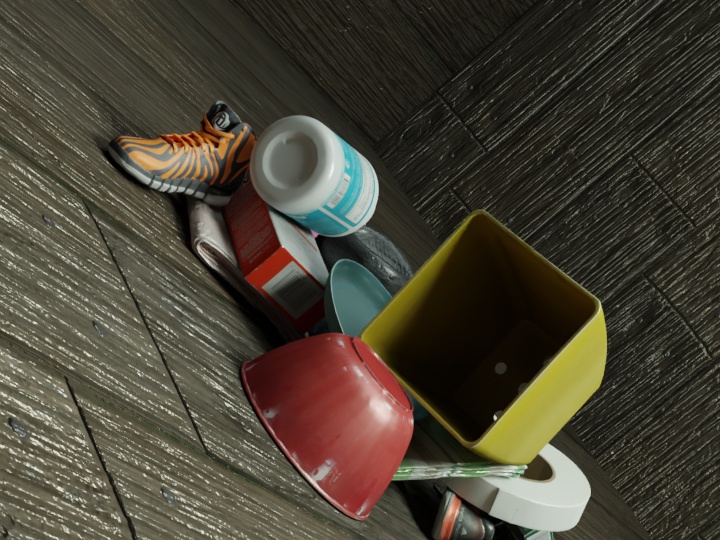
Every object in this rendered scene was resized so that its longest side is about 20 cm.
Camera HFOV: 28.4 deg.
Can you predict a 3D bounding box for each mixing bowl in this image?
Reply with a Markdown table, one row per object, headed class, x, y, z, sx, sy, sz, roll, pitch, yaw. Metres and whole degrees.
| class | x | y | z | sx | sy | sz | roll | pitch | yaw |
| --- | --- | --- | --- | --- | --- | --- | --- | --- | --- |
| mixing bowl | -0.017 | 0.138 | 1.439 | 0.201 | 0.108 | 0.200 | 49 | 7 | -8 |

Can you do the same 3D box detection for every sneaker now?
| class | x | y | z | sx | sy | sz | roll | pitch | yaw |
| --- | --- | --- | --- | --- | --- | --- | --- | --- | --- |
| sneaker | -0.195 | -0.148 | 1.625 | 0.078 | 0.113 | 0.199 | 45 | 18 | 30 |
| sneaker | 0.136 | 0.279 | 1.680 | 0.081 | 0.078 | 0.200 | 17 | 17 | 7 |

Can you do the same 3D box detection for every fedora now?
| class | x | y | z | sx | sy | sz | roll | pitch | yaw |
| --- | --- | --- | --- | --- | --- | --- | --- | --- | --- |
| fedora | 0.000 | 0.000 | 1.818 | 0.200 | 0.092 | 0.201 | 34 | 23 | -17 |

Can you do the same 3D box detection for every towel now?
| class | x | y | z | sx | sy | sz | roll | pitch | yaw |
| --- | --- | --- | --- | --- | --- | --- | --- | --- | --- |
| towel | -0.141 | -0.013 | 1.704 | 0.191 | 0.032 | 0.200 | 48 | 9 | -25 |
| towel | 0.072 | 0.190 | 1.599 | 0.198 | 0.031 | 0.149 | 2 | 25 | -31 |

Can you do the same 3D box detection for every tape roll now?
| class | x | y | z | sx | sy | sz | roll | pitch | yaw |
| --- | --- | --- | --- | --- | --- | --- | --- | --- | --- |
| tape roll | 0.174 | 0.235 | 1.675 | 0.200 | 0.037 | 0.203 | 21 | 17 | -6 |

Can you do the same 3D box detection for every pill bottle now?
| class | x | y | z | sx | sy | sz | roll | pitch | yaw |
| --- | --- | --- | --- | --- | --- | --- | --- | --- | --- |
| pill bottle | -0.046 | -0.104 | 1.689 | 0.111 | 0.111 | 0.200 | 53 | 8 | 22 |

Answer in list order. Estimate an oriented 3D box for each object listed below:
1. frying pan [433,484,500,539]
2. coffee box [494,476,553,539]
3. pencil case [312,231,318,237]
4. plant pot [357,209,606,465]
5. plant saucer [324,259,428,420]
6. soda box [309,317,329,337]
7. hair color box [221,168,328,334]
| class | x | y | z | sx | sy | sz | roll | pitch | yaw |
| --- | --- | --- | --- | --- | --- | --- | --- | --- | --- |
| frying pan | 0.166 | 0.350 | 1.798 | 0.191 | 0.031 | 0.115 | 58 | 9 | 26 |
| coffee box | 0.204 | 0.328 | 1.831 | 0.123 | 0.044 | 0.201 | 56 | -9 | 33 |
| pencil case | -0.141 | -0.086 | 1.862 | 0.093 | 0.091 | 0.200 | 29 | -13 | 48 |
| plant pot | 0.153 | 0.094 | 1.545 | 0.200 | 0.200 | 0.177 | 41 | -4 | 37 |
| plant saucer | 0.015 | 0.082 | 1.605 | 0.201 | 0.027 | 0.201 | 50 | 23 | -30 |
| soda box | 0.007 | 0.111 | 1.736 | 0.200 | 0.068 | 0.064 | 53 | 10 | -45 |
| hair color box | -0.098 | -0.027 | 1.674 | 0.111 | 0.064 | 0.201 | 45 | 12 | -31 |
